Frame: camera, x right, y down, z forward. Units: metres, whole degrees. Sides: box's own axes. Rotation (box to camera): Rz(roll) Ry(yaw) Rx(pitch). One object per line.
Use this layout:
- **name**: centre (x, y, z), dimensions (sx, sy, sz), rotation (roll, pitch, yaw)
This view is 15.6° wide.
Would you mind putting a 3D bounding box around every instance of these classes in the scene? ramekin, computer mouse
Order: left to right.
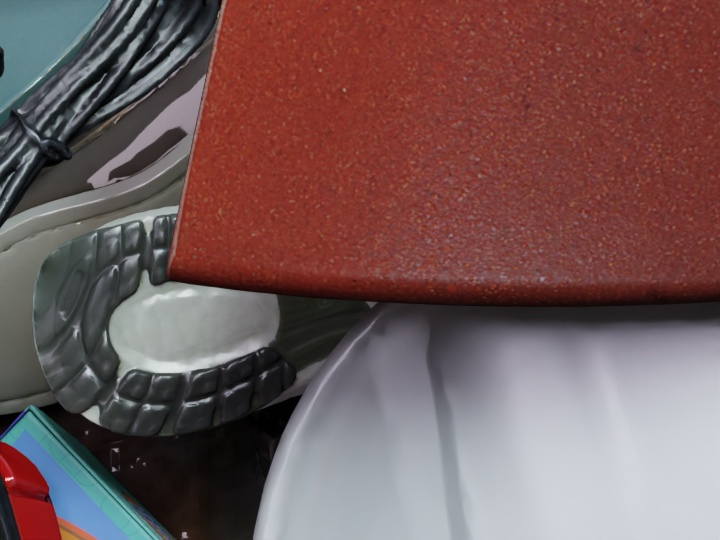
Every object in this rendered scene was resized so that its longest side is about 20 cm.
- **computer mouse**: centre (-0.125, -0.073, 0.766), dimensions (0.140, 0.046, 0.200), rotation (-43, 33, -8)
- **ramekin**: centre (0.078, 0.085, 0.686), dimensions (0.201, 0.094, 0.204), rotation (-1, 86, 17)

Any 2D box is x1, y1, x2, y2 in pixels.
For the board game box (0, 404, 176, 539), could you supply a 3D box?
- **board game box**: centre (-0.113, 0.163, 0.773), dimensions (0.200, 0.045, 0.152), rotation (-46, 60, -3)

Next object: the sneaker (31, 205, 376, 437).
- **sneaker**: centre (0.000, 0.000, 0.783), dimensions (0.199, 0.089, 0.077), rotation (-4, 98, -9)

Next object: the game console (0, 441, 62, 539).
- **game console**: centre (-0.166, 0.152, 0.759), dimensions (0.199, 0.031, 0.178), rotation (-24, 65, 10)

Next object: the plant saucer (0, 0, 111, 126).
- **plant saucer**: centre (-0.134, -0.072, 0.850), dimensions (0.199, 0.036, 0.201), rotation (-24, 34, 17)

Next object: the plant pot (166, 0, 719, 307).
- **plant pot**: centre (0.072, -0.103, 0.623), dimensions (0.175, 0.201, 0.200), rotation (15, 29, 1)

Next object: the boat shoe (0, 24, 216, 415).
- **boat shoe**: centre (-0.066, -0.027, 0.827), dimensions (0.200, 0.072, 0.060), rotation (-35, 40, 10)

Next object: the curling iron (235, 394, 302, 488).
- **curling iron**: centre (0.054, 0.052, 0.769), dimensions (0.199, 0.026, 0.050), rotation (4, 34, 18)
